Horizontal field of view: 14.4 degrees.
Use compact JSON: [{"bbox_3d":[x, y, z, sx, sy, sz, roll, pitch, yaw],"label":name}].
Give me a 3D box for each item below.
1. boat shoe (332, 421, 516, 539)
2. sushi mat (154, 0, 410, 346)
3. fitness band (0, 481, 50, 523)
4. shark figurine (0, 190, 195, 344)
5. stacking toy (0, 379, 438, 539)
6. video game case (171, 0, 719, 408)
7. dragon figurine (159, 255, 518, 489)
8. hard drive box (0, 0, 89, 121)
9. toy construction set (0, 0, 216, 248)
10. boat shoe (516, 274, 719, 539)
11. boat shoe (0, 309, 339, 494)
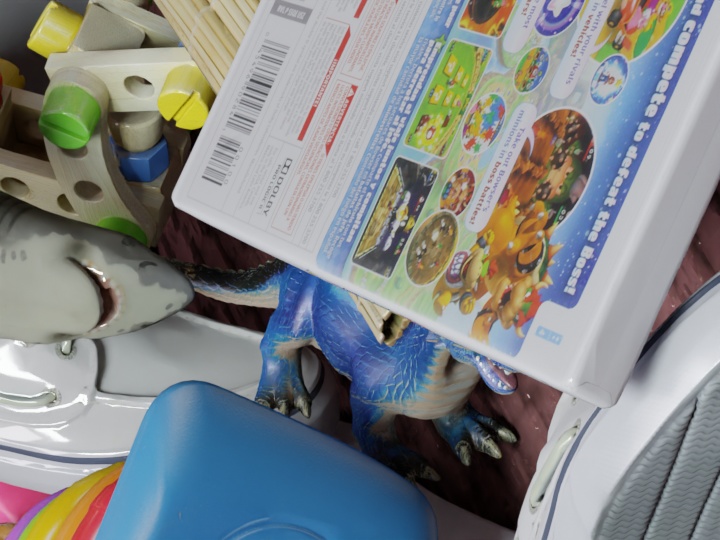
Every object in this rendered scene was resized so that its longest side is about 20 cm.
[{"bbox_3d":[0.003,0.103,0.915,0.200,0.072,0.068,22,125,50],"label":"boat shoe"},{"bbox_3d":[-0.010,-0.075,0.821,0.096,0.012,0.200,-55,44,21],"label":"sushi mat"},{"bbox_3d":[-0.139,0.093,1.038,0.200,0.037,0.144,34,147,35],"label":"fitness band"},{"bbox_3d":[-0.158,-0.055,0.879,0.215,0.128,0.090,57,-165,-23],"label":"shark figurine"},{"bbox_3d":[-0.075,0.101,0.869,0.200,0.110,0.117,-3,63,58],"label":"stacking toy"},{"bbox_3d":[0.031,-0.058,0.720,0.200,0.018,0.144,25,90,57],"label":"video game case"},{"bbox_3d":[0.000,0.000,0.859,0.200,0.059,0.100,36,135,46],"label":"dragon figurine"},{"bbox_3d":[-0.165,-0.064,1.125,0.200,0.077,0.157,21,124,58],"label":"hard drive box"},{"bbox_3d":[-0.132,-0.067,0.957,0.199,0.092,0.131,27,144,13],"label":"toy construction set"},{"bbox_3d":[0.072,0.051,0.720,0.200,0.073,0.067,115,149,-44],"label":"boat shoe"},{"bbox_3d":[-0.108,0.030,0.936,0.074,0.199,0.067,-75,-19,-55],"label":"boat shoe"}]
